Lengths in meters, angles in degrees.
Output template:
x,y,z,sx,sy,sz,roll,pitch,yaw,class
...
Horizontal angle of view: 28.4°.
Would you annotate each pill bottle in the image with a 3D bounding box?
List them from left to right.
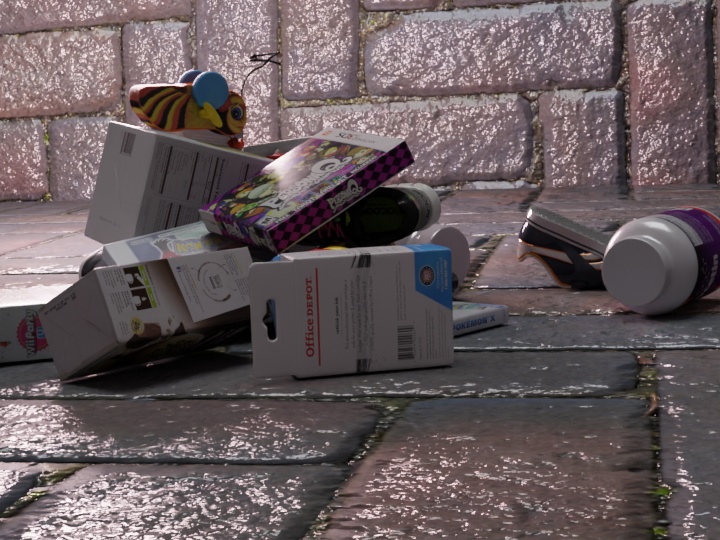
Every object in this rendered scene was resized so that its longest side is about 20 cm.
x,y,z,sx,sy,sz,roll,pitch,yaw,class
0.045,-0.022,1.852,0.112,0.113,0.199,-9,10,-41,pill bottle
0.356,-0.011,1.665,0.112,0.113,0.200,2,9,33,pill bottle

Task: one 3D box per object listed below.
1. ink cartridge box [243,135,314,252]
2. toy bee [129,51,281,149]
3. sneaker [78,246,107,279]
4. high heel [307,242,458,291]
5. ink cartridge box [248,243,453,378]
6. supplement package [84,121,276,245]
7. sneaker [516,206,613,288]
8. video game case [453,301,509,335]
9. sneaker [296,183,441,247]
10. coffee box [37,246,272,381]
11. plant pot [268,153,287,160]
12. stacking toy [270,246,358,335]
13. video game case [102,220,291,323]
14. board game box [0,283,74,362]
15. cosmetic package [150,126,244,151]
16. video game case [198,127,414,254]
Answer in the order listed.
x,y,z,sx,sy,sz,roll,pitch,yaw,class
-0.080,-0.071,1.863,0.047,0.202,0.160,-11,6,-40,ink cartridge box
-0.185,-0.200,1.790,0.198,0.110,0.131,-12,15,-6,toy bee
-0.279,0.001,1.908,0.198,0.076,0.114,-1,4,-9,sneaker
0.000,0.000,1.646,0.199,0.072,0.142,12,10,25,high heel
-0.014,0.038,1.385,0.198,0.117,0.068,-3,7,-14,ink cartridge box
-0.212,-0.086,1.771,0.199,0.152,0.151,11,5,-33,supplement package
0.300,-0.011,1.870,0.199,0.080,0.078,24,18,7,sneaker
0.036,0.055,1.612,0.199,0.022,0.182,5,10,42,video game case
-0.011,-0.063,1.638,0.198,0.074,0.087,-4,8,18,sneaker
-0.204,0.042,1.429,0.199,0.080,0.113,-10,-14,-46,coffee box
-0.129,-0.078,2.040,0.199,0.184,0.200,-1,5,0,plant pot
-0.022,0.013,1.531,0.115,0.111,0.200,-4,14,10,stacking toy
-0.168,0.005,1.624,0.199,0.023,0.182,-15,43,-29,video game case
-0.359,0.057,1.564,0.199,0.065,0.147,-4,6,-23,board game box
-0.224,-0.129,1.913,0.106,0.202,0.090,5,4,-43,cosmetic package
-0.064,-0.095,1.626,0.199,0.036,0.181,-35,25,-21,video game case
